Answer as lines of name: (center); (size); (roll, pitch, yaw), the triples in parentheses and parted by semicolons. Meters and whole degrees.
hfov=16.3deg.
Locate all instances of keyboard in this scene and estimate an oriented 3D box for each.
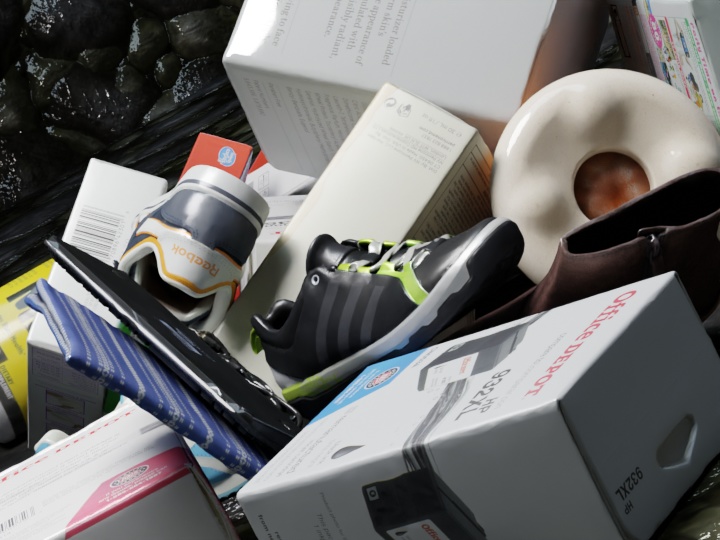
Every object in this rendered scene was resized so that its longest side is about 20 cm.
keyboard: (-0.088, 0.051, 1.374); (0.200, 0.127, 0.021); (40, 96, 39)

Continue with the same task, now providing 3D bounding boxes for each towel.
towel: (-0.087, 0.081, 1.326); (0.024, 0.200, 0.145); (-54, 21, 2)

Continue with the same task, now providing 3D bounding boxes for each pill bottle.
pill bottle: (-0.237, 0.046, 2.063); (0.200, 0.114, 0.114); (-31, 11, -14)

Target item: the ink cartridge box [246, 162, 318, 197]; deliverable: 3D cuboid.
ink cartridge box: (0.016, -0.045, 1.832); (0.200, 0.176, 0.045); (-30, 50, 40)

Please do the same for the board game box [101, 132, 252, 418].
board game box: (-0.128, 0.022, 1.734); (0.040, 0.153, 0.200); (17, 36, 1)

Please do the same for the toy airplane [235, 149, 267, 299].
toy airplane: (-0.042, -0.069, 2.061); (0.200, 0.141, 0.199); (-46, -15, -20)

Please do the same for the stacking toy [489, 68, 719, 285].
stacking toy: (0.142, -0.037, 1.566); (0.146, 0.146, 0.200); (-29, -4, -8)

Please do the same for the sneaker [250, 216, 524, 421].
sneaker: (0.002, 0.013, 1.357); (0.200, 0.083, 0.072); (-38, -2, 41)

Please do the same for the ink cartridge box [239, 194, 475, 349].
ink cartridge box: (-0.006, 0.001, 1.672); (0.146, 0.083, 0.200); (-2, 9, -5)

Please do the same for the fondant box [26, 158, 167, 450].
fondant box: (-0.183, 0.034, 1.736); (0.200, 0.058, 0.144); (103, -177, -64)

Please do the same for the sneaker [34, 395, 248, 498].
sneaker: (-0.108, 0.102, 1.580); (0.200, 0.081, 0.077); (-26, 9, 1)

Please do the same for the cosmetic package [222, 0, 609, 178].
cosmetic package: (0.041, -0.150, 1.637); (0.165, 0.200, 0.165); (68, -141, -65)

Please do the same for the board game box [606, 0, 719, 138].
board game box: (0.225, -0.113, 1.582); (0.064, 0.148, 0.200); (-19, 10, -6)

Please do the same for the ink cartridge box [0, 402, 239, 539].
ink cartridge box: (-0.148, 0.153, 1.396); (0.146, 0.083, 0.200); (-29, 11, -5)

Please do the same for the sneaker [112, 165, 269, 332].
sneaker: (-0.111, 0.001, 1.520); (0.079, 0.078, 0.200); (-63, 2, -18)

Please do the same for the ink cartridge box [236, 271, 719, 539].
ink cartridge box: (0.064, 0.088, 1.220); (0.200, 0.084, 0.145); (-19, 13, 37)

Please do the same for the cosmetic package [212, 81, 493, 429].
cosmetic package: (0.000, 0.000, 1.506); (0.200, 0.073, 0.104); (-55, -25, -10)

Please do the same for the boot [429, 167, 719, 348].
boot: (0.099, 0.019, 1.314); (0.200, 0.072, 0.166); (-22, -24, -8)
